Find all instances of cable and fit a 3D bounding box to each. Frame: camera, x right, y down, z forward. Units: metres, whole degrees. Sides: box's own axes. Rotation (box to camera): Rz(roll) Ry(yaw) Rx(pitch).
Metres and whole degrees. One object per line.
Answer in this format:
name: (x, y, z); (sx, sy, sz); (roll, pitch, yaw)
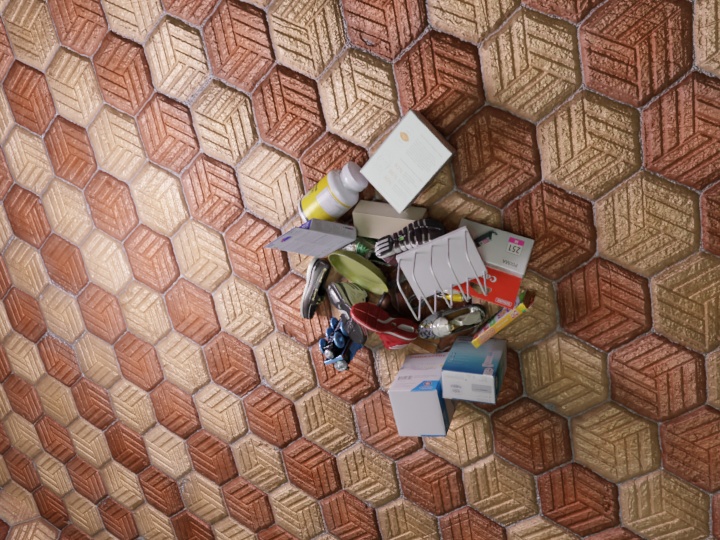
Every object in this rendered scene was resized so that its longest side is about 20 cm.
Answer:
cable: (0.199, 0.054, 1.591); (0.195, 0.050, 0.100); (-20, 103, 29)

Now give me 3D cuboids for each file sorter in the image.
file sorter: (0.198, 0.015, 1.439); (0.195, 0.126, 0.141); (-22, 117, 22)

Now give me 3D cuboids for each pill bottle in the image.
pill bottle: (-0.073, -0.205, 1.623); (0.198, 0.112, 0.113); (-37, 93, 30)

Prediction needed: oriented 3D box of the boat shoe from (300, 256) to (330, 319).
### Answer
boat shoe: (-0.134, 0.063, 1.776); (0.059, 0.072, 0.207); (20, 116, 16)

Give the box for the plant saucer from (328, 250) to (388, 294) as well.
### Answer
plant saucer: (0.000, 0.000, 1.655); (0.196, 0.032, 0.201); (30, 163, 10)

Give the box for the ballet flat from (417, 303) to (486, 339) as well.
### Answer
ballet flat: (0.249, 0.138, 1.586); (0.194, 0.072, 0.074); (-18, 104, 0)

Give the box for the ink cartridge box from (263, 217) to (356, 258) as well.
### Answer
ink cartridge box: (-0.140, -0.092, 1.626); (0.194, 0.195, 0.045); (-22, 63, 51)

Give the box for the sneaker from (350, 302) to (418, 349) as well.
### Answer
sneaker: (0.052, 0.168, 1.620); (0.195, 0.080, 0.117); (24, 141, -3)

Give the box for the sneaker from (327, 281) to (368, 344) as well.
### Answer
sneaker: (-0.004, 0.110, 1.693); (0.204, 0.113, 0.076); (60, 139, 26)

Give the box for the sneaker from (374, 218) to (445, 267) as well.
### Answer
sneaker: (0.143, -0.063, 1.543); (0.194, 0.078, 0.116); (-16, 146, 22)

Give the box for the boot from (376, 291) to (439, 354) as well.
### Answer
boot: (0.134, 0.153, 1.656); (0.195, 0.069, 0.191); (23, 142, 16)

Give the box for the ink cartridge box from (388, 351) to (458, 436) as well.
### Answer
ink cartridge box: (0.186, 0.346, 1.663); (0.143, 0.200, 0.149); (-7, 109, 25)

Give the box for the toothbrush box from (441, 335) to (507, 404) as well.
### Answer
toothbrush box: (0.307, 0.260, 1.575); (0.141, 0.200, 0.088); (2, 112, 22)

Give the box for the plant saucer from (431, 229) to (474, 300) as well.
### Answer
plant saucer: (0.221, -0.007, 1.609); (0.194, 0.037, 0.207); (9, 114, 21)

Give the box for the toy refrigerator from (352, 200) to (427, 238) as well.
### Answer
toy refrigerator: (0.082, -0.133, 1.599); (0.193, 0.071, 0.078); (9, 131, 20)

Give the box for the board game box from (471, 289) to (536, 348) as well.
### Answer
board game box: (0.378, 0.122, 1.551); (0.030, 0.095, 0.199); (48, 121, 0)

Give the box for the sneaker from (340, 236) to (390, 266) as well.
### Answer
sneaker: (0.021, -0.056, 1.649); (0.194, 0.089, 0.080); (12, 114, 19)

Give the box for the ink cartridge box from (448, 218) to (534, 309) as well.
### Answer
ink cartridge box: (0.322, -0.019, 1.502); (0.194, 0.044, 0.179); (18, 79, 17)

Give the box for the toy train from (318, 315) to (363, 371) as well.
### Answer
toy train: (-0.048, 0.206, 1.723); (0.085, 0.201, 0.116); (-25, 110, 29)

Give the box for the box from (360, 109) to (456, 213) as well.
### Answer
box: (0.123, -0.276, 1.492); (0.152, 0.106, 0.200); (45, 110, 3)
